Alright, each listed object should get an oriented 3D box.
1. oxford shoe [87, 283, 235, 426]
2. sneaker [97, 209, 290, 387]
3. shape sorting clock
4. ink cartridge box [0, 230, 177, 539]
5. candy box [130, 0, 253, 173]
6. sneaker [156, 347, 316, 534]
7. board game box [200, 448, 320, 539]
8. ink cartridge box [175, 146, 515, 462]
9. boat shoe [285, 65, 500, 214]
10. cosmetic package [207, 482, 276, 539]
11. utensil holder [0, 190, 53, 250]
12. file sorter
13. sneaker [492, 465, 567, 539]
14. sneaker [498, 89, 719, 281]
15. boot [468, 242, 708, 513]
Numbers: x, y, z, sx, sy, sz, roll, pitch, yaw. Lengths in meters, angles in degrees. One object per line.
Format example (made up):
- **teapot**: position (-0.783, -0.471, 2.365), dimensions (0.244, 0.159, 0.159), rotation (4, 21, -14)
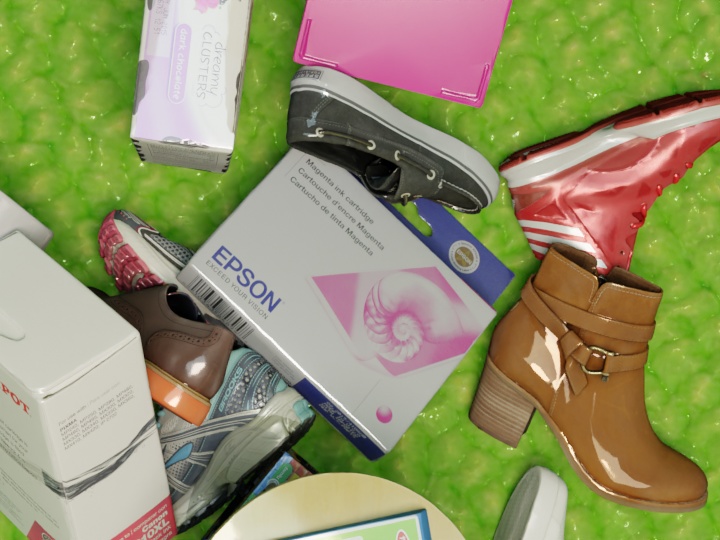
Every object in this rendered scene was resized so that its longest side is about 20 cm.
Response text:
- **oxford shoe**: position (-0.146, 0.043, 1.153), dimensions (0.071, 0.199, 0.073), rotation (36, 85, -39)
- **sneaker**: position (-0.105, 0.016, 1.211), dimensions (0.199, 0.081, 0.075), rotation (34, 66, -9)
- **shape sorting clock**: position (-0.014, 0.222, 0.975), dimensions (0.198, 0.039, 0.203), rotation (0, 87, -11)
- **ink cartridge box**: position (-0.207, 0.096, 1.100), dimensions (0.084, 0.201, 0.144), rotation (-34, 51, -29)
- **candy box**: position (-0.113, -0.162, 1.143), dimensions (0.071, 0.200, 0.170), rotation (7, 89, -5)
- **sneaker**: position (-0.119, 0.129, 1.186), dimensions (0.200, 0.077, 0.087), rotation (-41, 80, 26)
- **board game box**: position (-0.058, 0.258, 1.219), dimensions (0.165, 0.057, 0.200), rotation (41, 86, -6)
- **ink cartridge box**: position (0.000, 0.000, 1.193), dimensions (0.196, 0.043, 0.200), rotation (42, 63, -5)
- **boat shoe**: position (0.021, -0.080, 1.188), dimensions (0.199, 0.068, 0.057), rotation (28, 69, -36)
- **cosmetic package**: position (-0.046, 0.212, 1.092), dimensions (0.073, 0.200, 0.104), rotation (-41, 95, -6)
- **utensil holder**: position (-0.336, 0.004, 1.140), dimensions (0.169, 0.170, 0.201), rotation (37, 84, -4)
- **file sorter**: position (0.042, -0.243, 1.165), dimensions (0.137, 0.126, 0.202), rotation (13, 110, -6)
- **sneaker**: position (0.150, 0.253, 1.234), dimensions (0.114, 0.074, 0.202), rotation (14, 98, -7)
- **sneaker**: position (0.213, -0.061, 1.245), dimensions (0.198, 0.078, 0.117), rotation (-17, 100, 7)
- **boot**: position (0.193, 0.079, 1.216), dimensions (0.199, 0.077, 0.156), rotation (27, 110, 8)
